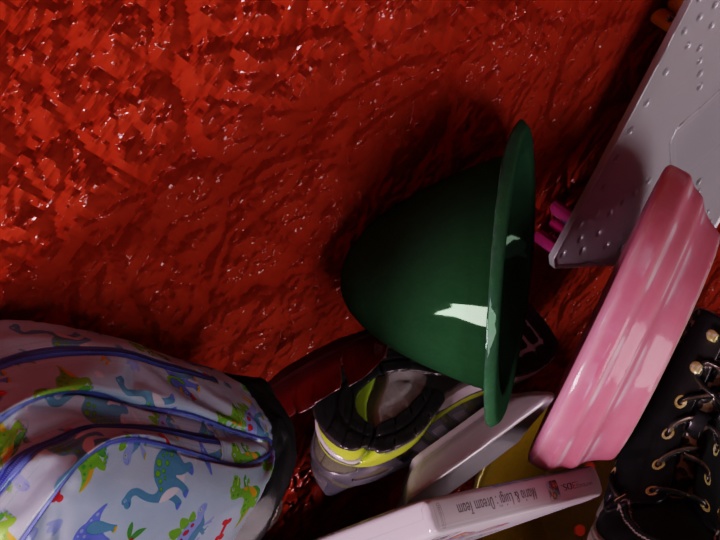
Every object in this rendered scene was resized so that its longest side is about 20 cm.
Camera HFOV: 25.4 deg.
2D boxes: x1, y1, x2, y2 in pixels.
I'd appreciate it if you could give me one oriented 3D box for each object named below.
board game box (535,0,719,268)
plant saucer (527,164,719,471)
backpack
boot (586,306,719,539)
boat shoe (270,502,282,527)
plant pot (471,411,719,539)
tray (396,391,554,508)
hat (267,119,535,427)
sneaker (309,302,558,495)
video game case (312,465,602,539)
[{"bbox_3d":[0.215,-0.095,1.053,0.199,0.026,0.201,-4,126,-51],"label":"board game box"},{"bbox_3d":[0.165,0.036,0.977,0.202,0.050,0.201,-63,173,-13],"label":"plant saucer"},{"bbox_3d":[-0.134,0.102,0.731,0.163,0.154,0.200,-49,130,6],"label":"backpack"},{"bbox_3d":[0.194,0.103,0.945,0.204,0.073,0.155,-35,147,-83],"label":"boot"},{"bbox_3d":[-0.114,0.181,0.881,0.199,0.072,0.073,-34,145,-25],"label":"boat shoe"},{"bbox_3d":[0.180,0.179,1.168,0.201,0.199,0.142,-52,174,4],"label":"plant pot"},{"bbox_3d":[0.062,0.116,1.000,0.107,0.022,0.200,-34,169,-9],"label":"tray"},{"bbox_3d":[0.000,0.000,0.888,0.200,0.174,0.167,-63,155,-62],"label":"hat"},{"bbox_3d":[0.040,0.072,0.981,0.199,0.074,0.081,-24,158,-35],"label":"sneaker"},{"bbox_3d":[0.023,0.167,0.985,0.199,0.024,0.181,-27,164,36],"label":"video game case"}]
